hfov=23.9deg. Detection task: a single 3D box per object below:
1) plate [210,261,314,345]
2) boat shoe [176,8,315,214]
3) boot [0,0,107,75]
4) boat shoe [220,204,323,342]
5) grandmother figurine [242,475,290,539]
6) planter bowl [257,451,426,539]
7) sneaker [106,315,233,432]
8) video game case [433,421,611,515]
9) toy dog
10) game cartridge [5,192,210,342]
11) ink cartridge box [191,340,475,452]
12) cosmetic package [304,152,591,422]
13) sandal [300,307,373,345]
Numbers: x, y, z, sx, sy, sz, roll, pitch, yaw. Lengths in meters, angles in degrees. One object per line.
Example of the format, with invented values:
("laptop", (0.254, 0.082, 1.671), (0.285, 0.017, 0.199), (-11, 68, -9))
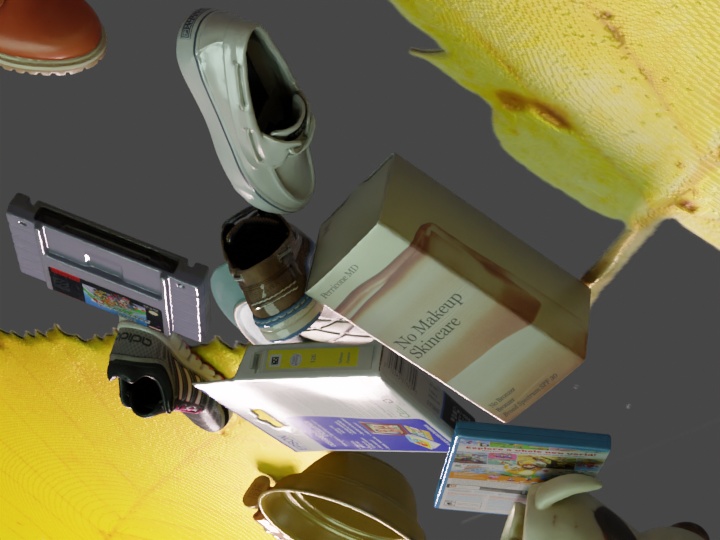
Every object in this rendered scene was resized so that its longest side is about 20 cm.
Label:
("plate", (-0.052, 0.055, 1.583), (0.199, 0.026, 0.200), (18, 153, 10))
("boat shoe", (-0.068, -0.107, 1.243), (0.065, 0.074, 0.200), (12, 153, 31))
("boot", (-0.269, -0.215, 1.219), (0.199, 0.075, 0.107), (27, 149, -3))
("boat shoe", (-0.073, -0.016, 1.359), (0.073, 0.072, 0.200), (62, 178, -22))
("grandmother figurine", (-0.066, 0.319, 2.046), (0.121, 0.061, 0.200), (11, 149, 43))
("planter bowl", (-0.004, 0.250, 1.835), (0.200, 0.084, 0.201), (19, 154, 10))
("sneaker", (-0.202, 0.123, 1.762), (0.074, 0.088, 0.200), (7, 149, 31))
("video game case", (0.151, 0.194, 1.632), (0.142, 0.018, 0.200), (6, 153, -1))
("toy dog", (0.240, 0.276, 1.625), (0.199, 0.140, 0.195), (15, 115, -2))
("game cartridge", (-0.239, 0.002, 1.633), (0.199, 0.038, 0.130), (21, 149, 7))
("ink cartridge box", (-0.022, 0.121, 1.602), (0.199, 0.047, 0.198), (-1, 155, 30))
("cosmetic package", (0.069, 0.016, 1.307), (0.200, 0.087, 0.103), (33, 129, -16))
("sandal", (0.000, 0.000, 1.416), (0.080, 0.054, 0.200), (22, 140, -8))
